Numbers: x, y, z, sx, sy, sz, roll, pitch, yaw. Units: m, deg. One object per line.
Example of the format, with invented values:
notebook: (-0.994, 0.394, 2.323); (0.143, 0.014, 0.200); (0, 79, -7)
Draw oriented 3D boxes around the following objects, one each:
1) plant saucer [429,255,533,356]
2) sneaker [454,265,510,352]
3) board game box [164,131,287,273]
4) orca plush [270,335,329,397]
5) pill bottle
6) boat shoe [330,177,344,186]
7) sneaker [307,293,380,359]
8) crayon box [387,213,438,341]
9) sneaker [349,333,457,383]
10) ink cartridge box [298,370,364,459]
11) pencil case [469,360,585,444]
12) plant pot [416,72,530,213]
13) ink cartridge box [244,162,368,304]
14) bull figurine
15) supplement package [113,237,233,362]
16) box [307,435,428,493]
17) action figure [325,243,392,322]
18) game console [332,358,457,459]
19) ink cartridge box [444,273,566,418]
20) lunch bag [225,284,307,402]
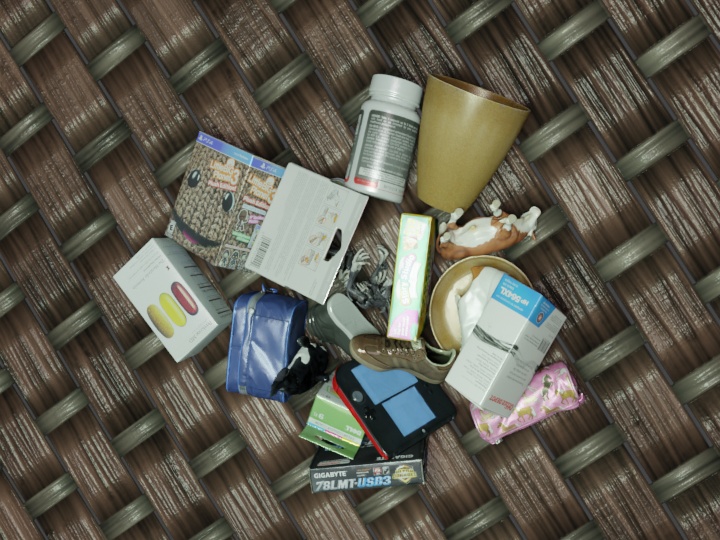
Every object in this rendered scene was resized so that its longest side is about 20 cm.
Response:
plant saucer: (0.222, 0.075, 1.293); (0.194, 0.035, 0.207); (1, 93, 9)
sneaker: (0.198, 0.090, 1.255); (0.083, 0.072, 0.206); (21, 99, 33)
board game box: (-0.246, -0.124, 1.300); (0.157, 0.096, 0.205); (25, 97, 35)
orca plush: (-0.088, 0.174, 1.261); (0.069, 0.200, 0.109); (8, 87, 16)
pill bottle: (0.045, -0.232, 1.268); (0.111, 0.114, 0.206); (14, 95, 8)
boat shoe: (-0.104, -0.103, 1.324); (0.197, 0.062, 0.073); (-33, 87, 9)
sneaker: (-0.023, 0.128, 1.326); (0.098, 0.071, 0.202); (-11, 122, 48)
crayon box: (0.094, 0.008, 1.241); (0.056, 0.172, 0.207); (7, 94, 8)
sneaker: (0.078, 0.137, 1.254); (0.195, 0.072, 0.076); (16, 132, -19)
ink cartridge box: (-0.031, 0.249, 1.258); (0.101, 0.200, 0.061); (22, 102, 7)
pencil case: (0.293, 0.234, 1.266); (0.196, 0.083, 0.088); (-27, 97, 9)
plant pot: (0.173, -0.210, 1.231); (0.182, 0.187, 0.205); (21, 111, 8)
ink cartridge box: (-0.090, -0.063, 1.255); (0.173, 0.045, 0.205); (24, 89, 21)
bull figurine: (0.223, -0.070, 1.244); (0.195, 0.122, 0.067); (-19, 64, 9)
supplement package: (-0.347, 0.052, 1.348); (0.113, 0.109, 0.201); (-40, 86, 9)
box: (0.021, 0.319, 1.254); (0.194, 0.198, 0.051); (-9, 97, 10)
action figure: (0.000, 0.000, 1.287); (0.199, 0.118, 0.103); (39, 106, 11)
game console: (0.060, 0.216, 1.241); (0.178, 0.197, 0.031); (49, 133, 23)
ink cartridge box: (0.242, 0.129, 1.184); (0.083, 0.145, 0.203); (31, 91, 35)
lunch bag: (-0.178, 0.128, 1.310); (0.128, 0.136, 0.207); (7, 94, 9)
